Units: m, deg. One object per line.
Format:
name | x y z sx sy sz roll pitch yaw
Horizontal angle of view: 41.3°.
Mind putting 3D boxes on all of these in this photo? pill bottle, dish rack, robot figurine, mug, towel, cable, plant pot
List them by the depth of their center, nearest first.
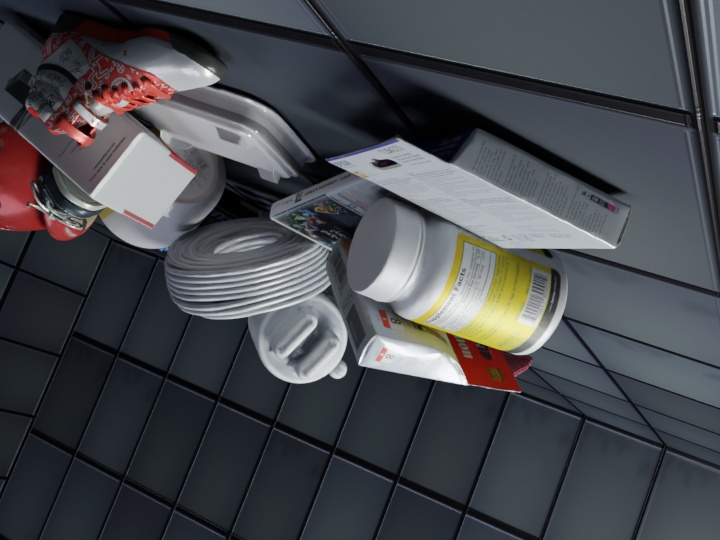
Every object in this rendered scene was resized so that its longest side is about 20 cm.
pill bottle | 0.095 0.004 0.942 0.198 0.115 0.114 19 174 -23
dish rack | -0.157 -0.149 0.986 0.198 0.044 0.172 21 174 18
cable | -0.130 -0.008 1.122 0.198 0.070 0.200 -7 -161 3
mug | -0.250 -0.112 1.143 0.185 0.151 0.153 9 171 -27
robot figurine | -0.082 0.070 1.202 0.170 0.113 0.200 49 178 -16
towel | 0.135 0.110 1.208 0.143 0.023 0.200 10 -176 19
plant pot | -0.442 -0.148 1.280 0.180 0.203 0.200 13 172 5

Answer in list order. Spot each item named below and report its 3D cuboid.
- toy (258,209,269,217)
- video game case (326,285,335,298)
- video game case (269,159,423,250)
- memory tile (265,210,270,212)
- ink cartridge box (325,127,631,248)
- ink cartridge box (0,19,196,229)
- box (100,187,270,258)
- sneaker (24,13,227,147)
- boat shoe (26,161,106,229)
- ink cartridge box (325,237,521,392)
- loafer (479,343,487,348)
toy | -0.040 -0.043 1.309 0.198 0.048 0.115 20 -156 -15
video game case | 0.028 0.029 1.334 0.180 0.024 0.200 10 -163 -29
video game case | 0.032 -0.046 1.027 0.199 0.024 0.181 27 152 -34
memory tile | -0.102 -0.066 1.456 0.198 0.017 0.153 20 179 11
ink cartridge box | 0.089 -0.074 0.790 0.199 0.044 0.196 26 174 -17
ink cartridge box | -0.286 -0.147 0.981 0.200 0.084 0.144 40 180 16
box | -0.230 -0.070 1.311 0.199 0.046 0.159 30 -147 7
sneaker | -0.210 -0.155 0.835 0.200 0.109 0.067 18 172 30
boat shoe | -0.325 -0.086 1.051 0.075 0.062 0.200 39 -177 -30
ink cartridge box | 0.073 0.047 1.009 0.198 0.050 0.163 10 -146 -24
loafer | 0.125 0.060 1.175 0.199 0.072 0.073 16 175 -41
